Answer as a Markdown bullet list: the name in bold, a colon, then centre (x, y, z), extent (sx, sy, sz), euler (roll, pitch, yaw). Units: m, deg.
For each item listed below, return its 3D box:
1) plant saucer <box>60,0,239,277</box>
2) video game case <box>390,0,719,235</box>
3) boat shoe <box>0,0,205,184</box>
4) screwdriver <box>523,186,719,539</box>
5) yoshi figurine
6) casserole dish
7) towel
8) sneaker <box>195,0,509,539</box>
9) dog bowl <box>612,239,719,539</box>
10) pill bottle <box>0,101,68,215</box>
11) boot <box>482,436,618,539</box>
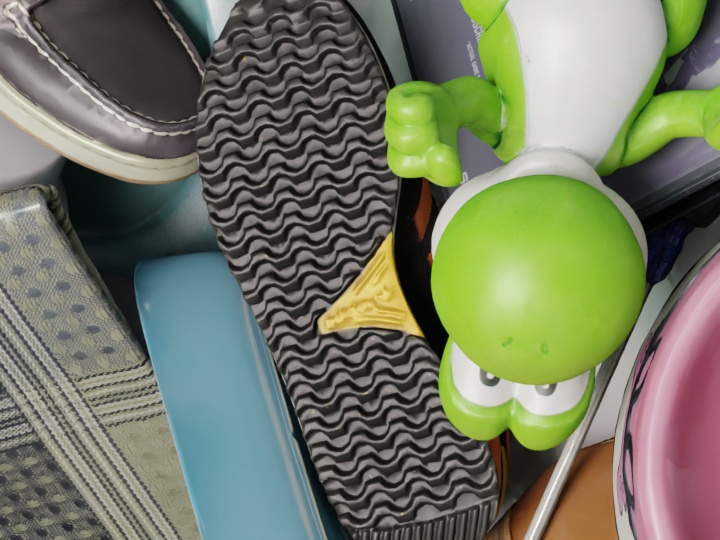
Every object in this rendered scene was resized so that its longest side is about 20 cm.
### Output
- **plant saucer**: centre (-0.105, -0.089, 0.946), extent (0.200, 0.027, 0.200), euler (15, 116, 33)
- **video game case**: centre (0.100, -0.091, 0.827), extent (0.200, 0.019, 0.143), euler (-29, 63, 32)
- **boat shoe**: centre (-0.116, -0.115, 0.881), extent (0.200, 0.072, 0.065), euler (50, 135, 19)
- **screwdriver**: centre (0.084, 0.017, 0.832), extent (0.028, 0.029, 0.200), euler (25, 87, 39)
- **yoshi figurine**: centre (0.063, -0.047, 0.764), extent (0.112, 0.112, 0.200), euler (4, 84, 38)
- **casserole dish**: centre (-0.023, 0.076, 0.876), extent (0.039, 0.121, 0.200), euler (-24, 62, 11)
- **towel**: centre (-0.149, 0.057, 0.905), extent (0.192, 0.035, 0.200), euler (-14, 131, 17)
- **sneaker**: centre (0.000, 0.000, 0.871), extent (0.070, 0.090, 0.200), euler (-18, 87, 11)
- **dog bowl**: centre (0.168, 0.059, 0.751), extent (0.200, 0.074, 0.201), euler (-2, 81, 14)
- **pill bottle**: centre (-0.172, -0.002, 0.943), extent (0.111, 0.111, 0.200), euler (50, 137, 17)
- **boot**: centre (0.121, 0.142, 0.832), extent (0.155, 0.074, 0.200), euler (-41, 77, 24)
